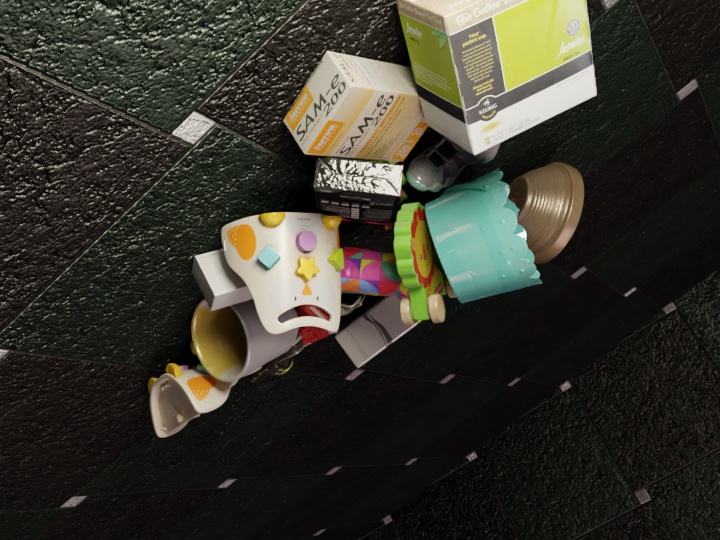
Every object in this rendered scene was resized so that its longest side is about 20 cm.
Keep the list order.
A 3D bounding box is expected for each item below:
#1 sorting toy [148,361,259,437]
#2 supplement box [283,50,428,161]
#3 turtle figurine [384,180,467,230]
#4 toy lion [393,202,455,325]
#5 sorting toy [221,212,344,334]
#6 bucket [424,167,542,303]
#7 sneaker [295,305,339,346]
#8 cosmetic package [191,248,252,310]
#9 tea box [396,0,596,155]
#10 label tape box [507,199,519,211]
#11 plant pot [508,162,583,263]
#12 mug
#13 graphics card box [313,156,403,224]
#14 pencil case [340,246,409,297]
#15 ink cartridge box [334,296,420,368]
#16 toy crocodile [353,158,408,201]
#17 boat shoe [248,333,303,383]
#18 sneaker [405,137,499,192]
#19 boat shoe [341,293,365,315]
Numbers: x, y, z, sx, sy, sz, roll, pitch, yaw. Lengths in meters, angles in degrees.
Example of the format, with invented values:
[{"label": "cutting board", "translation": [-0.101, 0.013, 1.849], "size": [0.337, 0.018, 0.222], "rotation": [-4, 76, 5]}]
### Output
[{"label": "sorting toy", "translation": [-0.281, 0.214, 1.580], "size": [0.180, 0.107, 0.200], "rotation": [-16, 168, -39]}, {"label": "supplement box", "translation": [0.010, -0.224, 1.192], "size": [0.200, 0.074, 0.126], "rotation": [-4, 142, -44]}, {"label": "turtle figurine", "translation": [0.141, -0.095, 1.575], "size": [0.161, 0.064, 0.200], "rotation": [-43, 152, 23]}, {"label": "toy lion", "translation": [0.102, -0.020, 1.390], "size": [0.069, 0.192, 0.200], "rotation": [-5, -165, 20]}, {"label": "sorting toy", "translation": [-0.096, 0.009, 1.307], "size": [0.200, 0.180, 0.107], "rotation": [0, 166, -31]}, {"label": "bucket", "translation": [0.197, -0.051, 1.376], "size": [0.135, 0.207, 0.207], "rotation": [-20, 157, 12]}, {"label": "sneaker", "translation": [-0.114, 0.109, 1.643], "size": [0.115, 0.078, 0.200], "rotation": [-33, 153, -1]}, {"label": "cosmetic package", "translation": [-0.165, -0.004, 1.383], "size": [0.200, 0.083, 0.051], "rotation": [-16, 153, -28]}, {"label": "tea box", "translation": [0.179, -0.292, 1.107], "size": [0.200, 0.134, 0.197], "rotation": [-27, 127, -13]}, {"label": "label tape box", "translation": [0.195, -0.059, 1.547], "size": [0.200, 0.066, 0.143], "rotation": [-40, 140, 14]}, {"label": "plant pot", "translation": [0.333, -0.122, 1.642], "size": [0.093, 0.201, 0.201], "rotation": [18, 133, -19]}, {"label": "mug", "translation": [-0.204, 0.097, 1.497], "size": [0.153, 0.186, 0.150], "rotation": [-16, 119, -48]}, {"label": "graphics card box", "translation": [-0.004, -0.115, 1.267], "size": [0.125, 0.051, 0.200], "rotation": [7, 172, 1]}, {"label": "pencil case", "translation": [0.000, 0.000, 1.475], "size": [0.200, 0.088, 0.088], "rotation": [5, 153, 6]}, {"label": "ink cartridge box", "translation": [0.057, 0.100, 1.751], "size": [0.200, 0.084, 0.146], "rotation": [-37, 179, 10]}, {"label": "toy crocodile", "translation": [0.038, -0.148, 1.366], "size": [0.067, 0.062, 0.200], "rotation": [-29, 155, 4]}, {"label": "boat shoe", "translation": [-0.163, 0.171, 1.634], "size": [0.072, 0.061, 0.201], "rotation": [-32, -176, -39]}, {"label": "sneaker", "translation": [0.158, -0.217, 1.370], "size": [0.200, 0.078, 0.140], "rotation": [-34, 155, -30]}, {"label": "boat shoe", "translation": [-0.032, 0.045, 1.628], "size": [0.075, 0.068, 0.200], "rotation": [-27, 154, -9]}]
